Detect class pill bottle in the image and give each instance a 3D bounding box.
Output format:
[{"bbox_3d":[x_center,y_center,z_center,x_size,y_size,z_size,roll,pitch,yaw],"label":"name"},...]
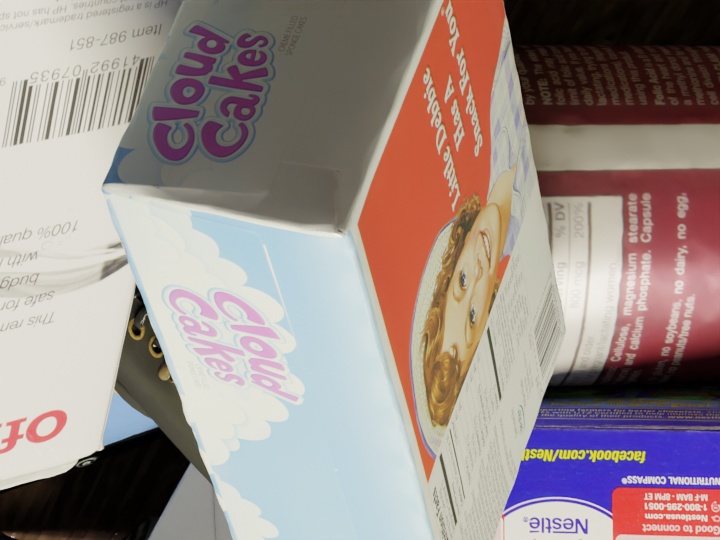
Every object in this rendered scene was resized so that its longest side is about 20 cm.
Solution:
[{"bbox_3d":[0.070,-0.018,0.929,0.199,0.115,0.114,0,145,-9],"label":"pill bottle"}]

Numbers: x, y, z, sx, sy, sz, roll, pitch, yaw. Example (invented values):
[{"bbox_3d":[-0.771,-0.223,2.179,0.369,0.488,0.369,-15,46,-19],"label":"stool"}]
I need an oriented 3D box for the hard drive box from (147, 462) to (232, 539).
[{"bbox_3d":[0.033,0.141,1.061,0.200,0.156,0.077,14,110,-54],"label":"hard drive box"}]

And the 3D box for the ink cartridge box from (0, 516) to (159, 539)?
[{"bbox_3d":[-0.060,0.156,1.084,0.199,0.200,0.041,25,101,-4],"label":"ink cartridge box"}]

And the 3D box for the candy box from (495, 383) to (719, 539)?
[{"bbox_3d":[0.103,0.073,0.982,0.168,0.078,0.200,1,-173,12],"label":"candy box"}]

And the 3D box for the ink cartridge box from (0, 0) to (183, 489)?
[{"bbox_3d":[-0.133,-0.033,0.745,0.144,0.084,0.201,-13,134,-33],"label":"ink cartridge box"}]

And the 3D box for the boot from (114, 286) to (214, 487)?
[{"bbox_3d":[-0.072,-0.013,0.861,0.077,0.138,0.200,-39,127,-4],"label":"boot"}]

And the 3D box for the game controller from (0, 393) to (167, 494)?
[{"bbox_3d":[-0.101,0.049,1.015,0.199,0.042,0.105,-18,153,-13],"label":"game controller"}]

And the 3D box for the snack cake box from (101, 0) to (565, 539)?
[{"bbox_3d":[0.000,0.000,0.756,0.067,0.115,0.200,11,146,19],"label":"snack cake box"}]
